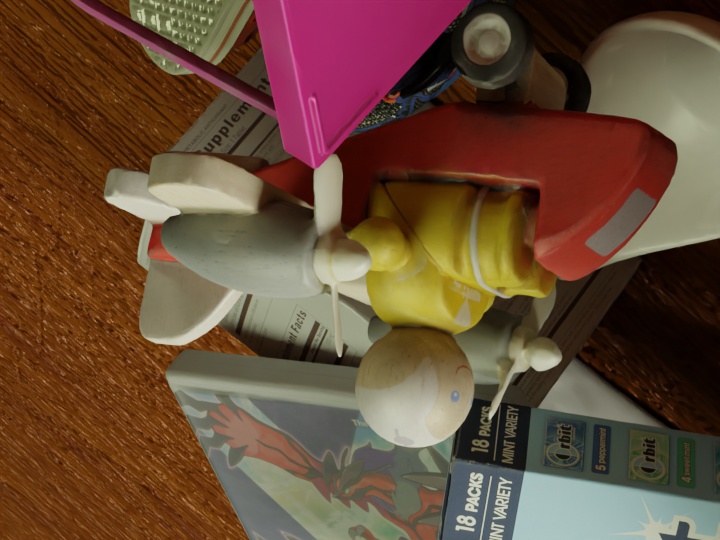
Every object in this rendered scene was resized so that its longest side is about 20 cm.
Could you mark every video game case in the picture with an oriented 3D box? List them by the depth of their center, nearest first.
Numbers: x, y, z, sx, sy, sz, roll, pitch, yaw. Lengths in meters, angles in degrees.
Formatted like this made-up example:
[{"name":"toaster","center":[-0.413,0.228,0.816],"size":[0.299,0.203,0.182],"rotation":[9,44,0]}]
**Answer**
[{"name":"video game case","center":[0.019,0.119,0.987],"size":[0.199,0.023,0.183],"rotation":[4,130,40]}]

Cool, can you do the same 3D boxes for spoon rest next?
[{"name":"spoon rest","center":[0.112,-0.040,0.857],"size":[0.099,0.061,0.200],"rotation":[40,156,-2]}]

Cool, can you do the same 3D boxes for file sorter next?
[{"name":"file sorter","center":[-0.008,-0.166,0.651],"size":[0.125,0.200,0.139],"rotation":[30,154,24]}]

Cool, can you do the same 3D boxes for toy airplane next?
[{"name":"toy airplane","center":[0.000,0.000,0.804],"size":[0.199,0.198,0.142],"rotation":[133,131,-62]}]

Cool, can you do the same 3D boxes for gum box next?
[{"name":"gum box","center":[0.127,0.144,0.895],"size":[0.198,0.045,0.171],"rotation":[8,127,3]}]

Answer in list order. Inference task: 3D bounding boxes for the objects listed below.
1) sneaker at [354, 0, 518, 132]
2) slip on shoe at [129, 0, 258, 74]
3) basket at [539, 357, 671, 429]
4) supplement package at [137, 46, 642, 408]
[{"name":"sneaker","center":[0.014,-0.103,0.865],"size":[0.075,0.079,0.200],"rotation":[40,155,0]},{"name":"slip on shoe","center":[-0.032,-0.149,0.884],"size":[0.074,0.061,0.200],"rotation":[57,143,7]},{"name":"basket","center":[0.088,0.134,1.093],"size":[0.199,0.136,0.124],"rotation":[36,157,8]},{"name":"supplement package","center":[0.009,-0.005,0.994],"size":[0.199,0.114,0.110],"rotation":[37,154,6]}]
